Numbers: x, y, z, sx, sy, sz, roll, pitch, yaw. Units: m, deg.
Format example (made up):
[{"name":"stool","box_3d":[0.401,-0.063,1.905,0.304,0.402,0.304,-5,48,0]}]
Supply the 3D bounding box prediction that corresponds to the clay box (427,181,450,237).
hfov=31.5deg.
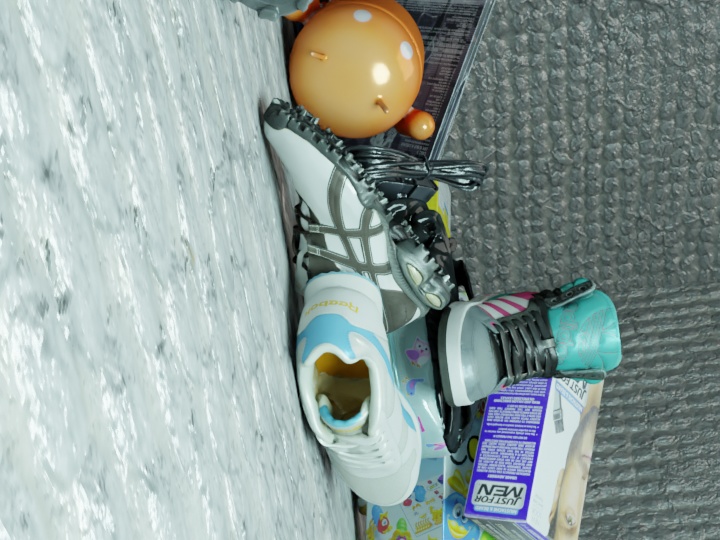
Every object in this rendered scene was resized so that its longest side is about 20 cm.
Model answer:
[{"name":"clay box","box_3d":[0.058,0.003,1.215,0.115,0.047,0.201,59,32,-70]}]

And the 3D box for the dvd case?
[{"name":"dvd case","box_3d":[0.042,-0.173,1.197,0.016,0.148,0.201,22,87,-41]}]

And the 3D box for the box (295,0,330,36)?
[{"name":"box","box_3d":[-0.036,-0.224,1.291,0.137,0.037,0.201,-93,175,-47]}]

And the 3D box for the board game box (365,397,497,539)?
[{"name":"board game box","box_3d":[0.075,0.197,1.131,0.105,0.103,0.201,-11,-108,49]}]

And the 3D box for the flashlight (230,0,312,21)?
[{"name":"flashlight","box_3d":[-0.049,-0.207,0.809,0.200,0.067,0.068,-94,170,-63]}]

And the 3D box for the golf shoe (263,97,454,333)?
[{"name":"golf shoe","box_3d":[-0.019,-0.026,0.884,0.200,0.094,0.078,51,4,-27]}]

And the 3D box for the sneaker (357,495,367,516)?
[{"name":"sneaker","box_3d":[0.032,0.177,1.261,0.200,0.075,0.089,-46,128,-87]}]

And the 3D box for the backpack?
[{"name":"backpack","box_3d":[0.028,0.057,1.032,0.167,0.126,0.201,30,52,-70]}]

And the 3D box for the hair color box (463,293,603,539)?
[{"name":"hair color box","box_3d":[0.154,0.132,1.085,0.109,0.065,0.201,42,56,-49]}]

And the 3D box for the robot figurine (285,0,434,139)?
[{"name":"robot figurine","box_3d":[0.000,-0.179,1.112,0.200,0.116,0.145,-75,157,-72]}]

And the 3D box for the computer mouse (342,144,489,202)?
[{"name":"computer mouse","box_3d":[-0.002,-0.062,1.046,0.200,0.140,0.046,-8,-102,56]}]

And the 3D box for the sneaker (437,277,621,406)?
[{"name":"sneaker","box_3d":[0.134,0.056,0.966,0.200,0.120,0.084,-29,112,-69]}]

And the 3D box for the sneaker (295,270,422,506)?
[{"name":"sneaker","box_3d":[-0.005,0.101,0.895,0.081,0.076,0.201,-79,158,-51]}]

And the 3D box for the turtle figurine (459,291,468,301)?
[{"name":"turtle figurine","box_3d":[0.064,0.010,1.595,0.200,0.143,0.195,84,-3,-63]}]
